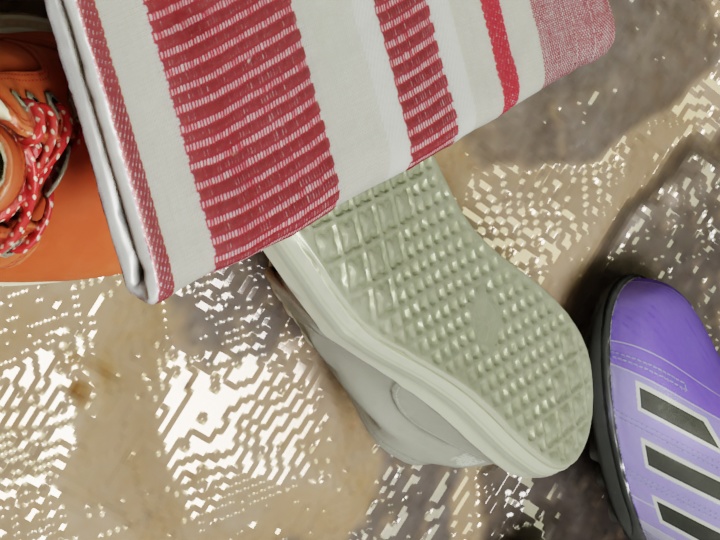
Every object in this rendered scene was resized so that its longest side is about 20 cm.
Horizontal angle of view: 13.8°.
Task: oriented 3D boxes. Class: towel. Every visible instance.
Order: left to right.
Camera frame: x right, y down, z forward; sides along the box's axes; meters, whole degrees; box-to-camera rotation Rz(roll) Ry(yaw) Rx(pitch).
[{"bbox_3d":[-0.011,-0.093,0.776,0.200,0.023,0.145,-31,111,-43],"label":"towel"}]

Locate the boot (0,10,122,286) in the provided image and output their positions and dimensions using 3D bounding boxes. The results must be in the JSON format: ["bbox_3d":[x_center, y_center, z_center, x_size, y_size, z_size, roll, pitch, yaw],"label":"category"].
[{"bbox_3d":[-0.097,-0.026,0.747,0.199,0.107,0.075,9,99,-43],"label":"boot"}]

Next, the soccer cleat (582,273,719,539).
[{"bbox_3d":[0.131,0.091,0.936,0.068,0.073,0.201,-27,99,-53],"label":"soccer cleat"}]

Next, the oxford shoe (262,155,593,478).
[{"bbox_3d":[0.000,0.000,0.844,0.200,0.058,0.075,47,49,-44],"label":"oxford shoe"}]
